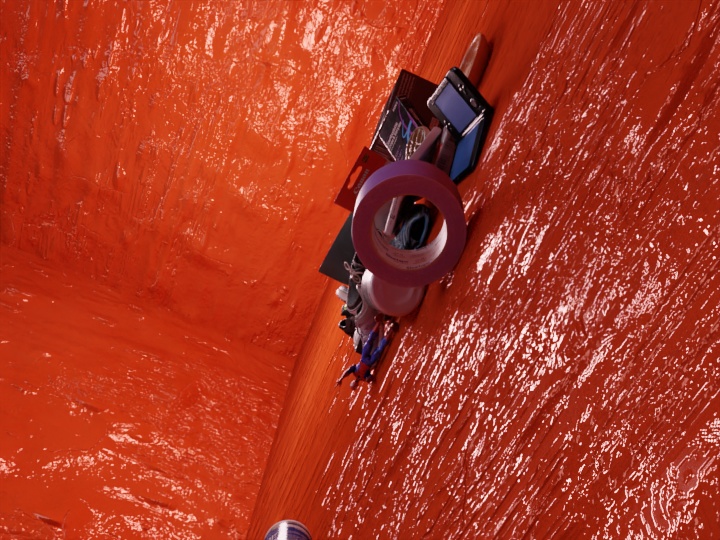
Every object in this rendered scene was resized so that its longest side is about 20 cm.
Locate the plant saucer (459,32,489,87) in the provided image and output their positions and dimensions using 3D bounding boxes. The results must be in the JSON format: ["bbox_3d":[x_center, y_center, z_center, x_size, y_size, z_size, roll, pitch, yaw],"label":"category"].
[{"bbox_3d":[0.260,-0.466,1.736,0.200,0.037,0.205,-158,89,-85],"label":"plant saucer"}]

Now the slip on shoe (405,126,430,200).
[{"bbox_3d":[0.149,-0.258,1.766,0.076,0.059,0.204,-126,36,-48],"label":"slip on shoe"}]

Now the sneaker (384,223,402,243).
[{"bbox_3d":[0.073,-0.042,1.796,0.201,0.078,0.131,-77,8,-51],"label":"sneaker"}]

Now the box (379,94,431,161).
[{"bbox_3d":[0.129,-0.334,1.885,0.202,0.035,0.144,60,146,25],"label":"box"}]

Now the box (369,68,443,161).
[{"bbox_3d":[0.140,-0.422,2.060,0.201,0.161,0.169,122,169,-59],"label":"box"}]

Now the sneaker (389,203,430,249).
[{"bbox_3d":[0.099,-0.051,1.611,0.082,0.072,0.204,-100,30,-77],"label":"sneaker"}]

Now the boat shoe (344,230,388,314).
[{"bbox_3d":[0.002,0.001,1.678,0.073,0.067,0.204,29,98,45],"label":"boat shoe"}]

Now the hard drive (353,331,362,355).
[{"bbox_3d":[0.033,0.104,1.861,0.140,0.037,0.204,-98,29,-77],"label":"hard drive"}]

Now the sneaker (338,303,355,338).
[{"bbox_3d":[-0.011,0.113,1.999,0.072,0.081,0.201,-67,3,-46],"label":"sneaker"}]

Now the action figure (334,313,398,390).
[{"bbox_3d":[0.010,0.199,1.562,0.099,0.064,0.203,-48,-14,-55],"label":"action figure"}]

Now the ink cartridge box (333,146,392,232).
[{"bbox_3d":[0.046,-0.197,1.809,0.047,0.198,0.162,38,101,44],"label":"ink cartridge box"}]

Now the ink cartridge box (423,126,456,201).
[{"bbox_3d":[0.181,-0.258,1.686,0.200,0.049,0.166,162,129,-79],"label":"ink cartridge box"}]

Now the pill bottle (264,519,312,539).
[{"bbox_3d":[-0.149,0.600,1.467,0.200,0.109,0.114,-141,73,-84],"label":"pill bottle"}]

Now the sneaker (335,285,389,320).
[{"bbox_3d":[0.017,0.065,1.756,0.198,0.080,0.076,14,75,50],"label":"sneaker"}]

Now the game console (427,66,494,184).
[{"bbox_3d":[0.183,-0.282,1.466,0.118,0.171,0.200,-42,1,-12],"label":"game console"}]

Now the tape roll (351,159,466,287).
[{"bbox_3d":[0.084,-0.080,1.245,0.085,0.196,0.203,-79,12,-66],"label":"tape roll"}]

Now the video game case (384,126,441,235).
[{"bbox_3d":[0.119,-0.203,1.634,0.201,0.023,0.184,-54,-16,-45],"label":"video game case"}]

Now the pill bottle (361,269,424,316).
[{"bbox_3d":[0.060,0.032,1.484,0.200,0.111,0.117,173,118,-83],"label":"pill bottle"}]

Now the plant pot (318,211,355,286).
[{"bbox_3d":[-0.002,-0.044,2.007,0.204,0.159,0.201,-60,1,1],"label":"plant pot"}]

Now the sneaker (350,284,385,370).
[{"bbox_3d":[0.015,0.123,1.635,0.075,0.080,0.206,-119,34,-82],"label":"sneaker"}]
